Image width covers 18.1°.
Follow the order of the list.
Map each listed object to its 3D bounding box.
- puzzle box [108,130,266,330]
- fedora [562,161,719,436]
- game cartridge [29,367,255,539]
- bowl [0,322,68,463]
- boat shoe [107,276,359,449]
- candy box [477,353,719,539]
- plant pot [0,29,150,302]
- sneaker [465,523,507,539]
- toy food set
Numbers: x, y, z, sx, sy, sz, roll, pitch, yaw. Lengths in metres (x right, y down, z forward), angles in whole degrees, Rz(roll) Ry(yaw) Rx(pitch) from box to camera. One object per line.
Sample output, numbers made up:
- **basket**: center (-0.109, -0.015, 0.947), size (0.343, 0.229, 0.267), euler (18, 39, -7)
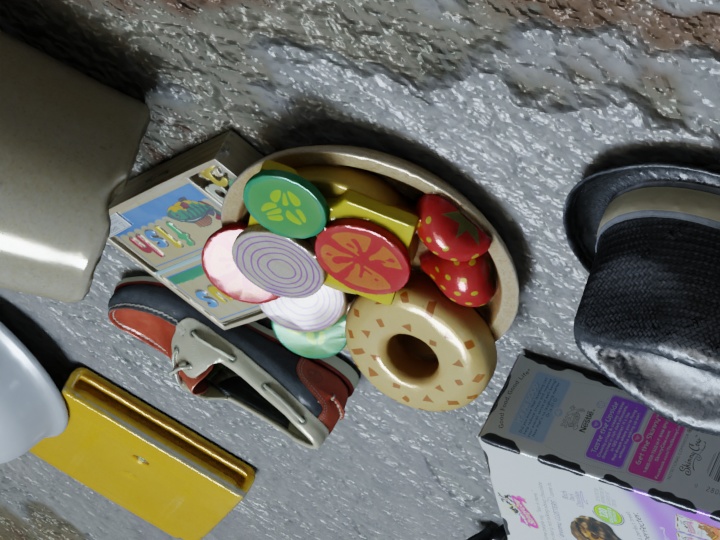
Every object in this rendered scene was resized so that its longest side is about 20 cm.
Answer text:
- **puzzle box**: center (-0.088, -0.021, 1.495), size (0.133, 0.025, 0.200), euler (38, 153, -19)
- **fedora**: center (0.189, 0.028, 1.226), size (0.200, 0.092, 0.201), euler (23, 153, 12)
- **game cartridge**: center (-0.191, 0.163, 1.932), size (0.176, 0.033, 0.200), euler (31, 156, -5)
- **bowl**: center (-0.346, 0.098, 1.863), size (0.201, 0.090, 0.201), euler (30, 153, 17)
- **boat shoe**: center (-0.100, 0.065, 1.623), size (0.199, 0.063, 0.071), euler (23, 156, 15)
- **candy box**: center (0.189, 0.151, 1.476), size (0.199, 0.072, 0.168), euler (17, 152, 22)
- **plant pot**: center (-0.235, -0.070, 1.397), size (0.183, 0.201, 0.201), euler (20, 155, -6)
- **sneaker**: center (0.109, 0.239, 1.736), size (0.083, 0.071, 0.200), euler (43, 156, 9)
- **toy food set**: center (0.000, 0.000, 1.381), size (0.197, 0.049, 0.200), euler (20, 144, 4)
